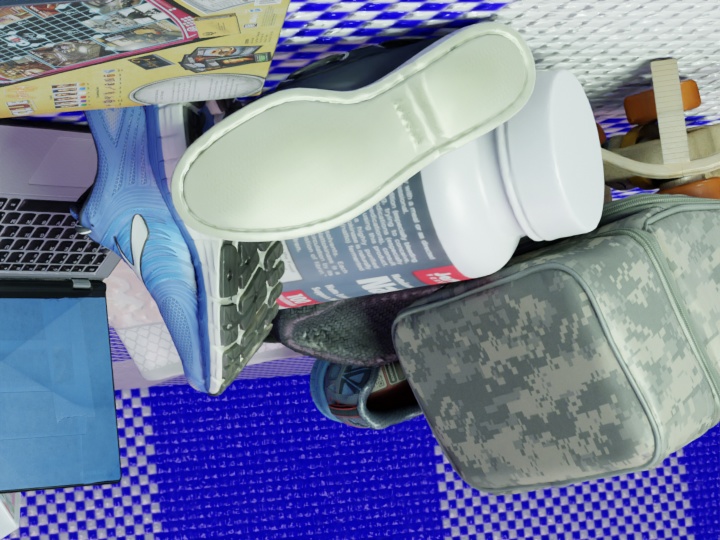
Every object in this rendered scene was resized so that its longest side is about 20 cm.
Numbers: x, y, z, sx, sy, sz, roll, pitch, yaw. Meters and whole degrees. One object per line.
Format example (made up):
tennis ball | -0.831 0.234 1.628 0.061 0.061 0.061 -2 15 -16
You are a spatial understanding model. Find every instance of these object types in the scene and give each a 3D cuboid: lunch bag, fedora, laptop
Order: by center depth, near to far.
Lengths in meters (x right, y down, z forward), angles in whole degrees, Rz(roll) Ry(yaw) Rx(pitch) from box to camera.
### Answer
laptop | -0.186 0.024 1.182 0.187 0.116 0.200 1 136 -49
lunch bag | 0.141 0.035 1.191 0.167 0.140 0.200 -27 -177 -37
fedora | 0.000 0.000 1.265 0.200 0.092 0.201 -16 136 -16

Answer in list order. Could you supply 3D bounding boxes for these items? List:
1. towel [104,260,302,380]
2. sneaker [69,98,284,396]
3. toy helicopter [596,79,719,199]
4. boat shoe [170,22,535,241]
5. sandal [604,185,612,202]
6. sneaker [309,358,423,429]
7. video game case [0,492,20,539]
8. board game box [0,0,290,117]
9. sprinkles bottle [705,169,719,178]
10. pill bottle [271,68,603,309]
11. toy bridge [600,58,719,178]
towel | -0.101 0.000 1.369 0.199 0.032 0.191 -8 136 19
sneaker | -0.100 -0.025 1.063 0.089 0.201 0.079 4 -149 26
toy helicopter | 0.180 -0.071 1.296 0.132 0.079 0.200 -15 -179 24
boat shoe | -0.010 -0.073 1.016 0.199 0.075 0.066 -30 -165 -14
sandal | 0.147 -0.057 1.416 0.057 0.080 0.201 -24 179 6
sneaker | 0.069 0.056 1.345 0.199 0.080 0.096 -29 -163 -11
video game case | -0.274 0.067 1.255 0.018 0.200 0.143 -32 -170 -4
board game box | -0.103 -0.108 0.871 0.135 0.035 0.200 -6 173 -8
sprinkles bottle | 0.318 -0.069 1.447 0.199 0.069 0.068 -8 173 13
pill bottle | 0.028 -0.050 1.119 0.199 0.120 0.119 -9 173 24
toy bridge | 0.180 -0.088 1.162 0.199 0.068 0.027 -8 173 9
